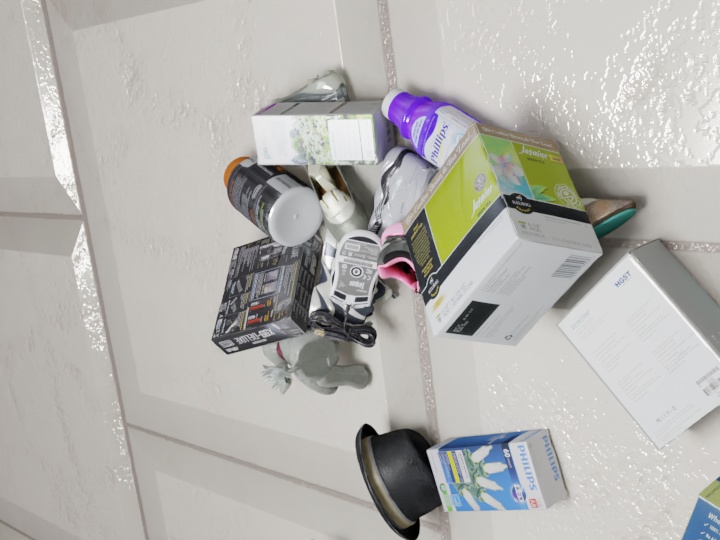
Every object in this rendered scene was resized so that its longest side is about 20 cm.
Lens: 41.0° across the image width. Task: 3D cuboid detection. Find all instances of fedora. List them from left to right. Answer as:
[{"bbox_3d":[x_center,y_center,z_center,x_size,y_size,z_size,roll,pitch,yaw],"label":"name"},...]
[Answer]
[{"bbox_3d":[0.074,0.322,1.524,0.092,0.201,0.201,-27,83,15],"label":"fedora"}]

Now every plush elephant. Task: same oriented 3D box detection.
[{"bbox_3d":[-0.098,0.126,1.616,0.155,0.200,0.165,30,134,58],"label":"plush elephant"}]

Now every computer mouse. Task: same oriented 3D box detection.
[{"bbox_3d":[-0.009,0.021,1.449,0.110,0.044,0.200,13,119,-3],"label":"computer mouse"}]

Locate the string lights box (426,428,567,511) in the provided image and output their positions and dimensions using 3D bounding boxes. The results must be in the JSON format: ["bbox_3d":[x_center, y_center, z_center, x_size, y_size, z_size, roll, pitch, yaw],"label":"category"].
[{"bbox_3d":[0.200,0.298,1.429,0.200,0.059,0.103,-18,90,48],"label":"string lights box"}]

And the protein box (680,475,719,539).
[{"bbox_3d":[0.475,0.362,1.108,0.198,0.135,0.200,31,125,35],"label":"protein box"}]

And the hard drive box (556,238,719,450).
[{"bbox_3d":[0.363,0.089,1.172,0.200,0.077,0.156,53,135,18],"label":"hard drive box"}]

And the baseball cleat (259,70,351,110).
[{"bbox_3d":[-0.091,-0.240,1.533,0.200,0.070,0.107,-22,87,48],"label":"baseball cleat"}]

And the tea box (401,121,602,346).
[{"bbox_3d":[0.170,-0.043,1.218,0.200,0.134,0.197,-54,38,42],"label":"tea box"}]

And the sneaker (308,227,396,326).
[{"bbox_3d":[0.000,0.000,1.529,0.079,0.129,0.199,100,-177,-75],"label":"sneaker"}]

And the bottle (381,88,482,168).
[{"bbox_3d":[0.113,-0.190,1.340,0.200,0.065,0.084,39,128,31],"label":"bottle"}]

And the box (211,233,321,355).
[{"bbox_3d":[-0.152,0.030,1.584,0.158,0.200,0.050,-17,135,26],"label":"box"}]

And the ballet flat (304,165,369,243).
[{"bbox_3d":[-0.045,-0.117,1.489,0.067,0.064,0.200,-34,54,16],"label":"ballet flat"}]

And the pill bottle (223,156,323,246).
[{"bbox_3d":[-0.154,-0.125,1.600,0.200,0.106,0.106,37,129,46],"label":"pill bottle"}]

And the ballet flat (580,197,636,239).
[{"bbox_3d":[0.265,-0.052,1.234,0.200,0.068,0.067,-44,64,43],"label":"ballet flat"}]

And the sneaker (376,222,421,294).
[{"bbox_3d":[0.112,0.010,1.353,0.200,0.095,0.079,22,134,6],"label":"sneaker"}]

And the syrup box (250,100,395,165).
[{"bbox_3d":[-0.057,-0.206,1.442,0.200,0.081,0.079,3,115,21],"label":"syrup box"}]

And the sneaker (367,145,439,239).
[{"bbox_3d":[0.077,-0.074,1.412,0.115,0.075,0.200,28,120,39],"label":"sneaker"}]
